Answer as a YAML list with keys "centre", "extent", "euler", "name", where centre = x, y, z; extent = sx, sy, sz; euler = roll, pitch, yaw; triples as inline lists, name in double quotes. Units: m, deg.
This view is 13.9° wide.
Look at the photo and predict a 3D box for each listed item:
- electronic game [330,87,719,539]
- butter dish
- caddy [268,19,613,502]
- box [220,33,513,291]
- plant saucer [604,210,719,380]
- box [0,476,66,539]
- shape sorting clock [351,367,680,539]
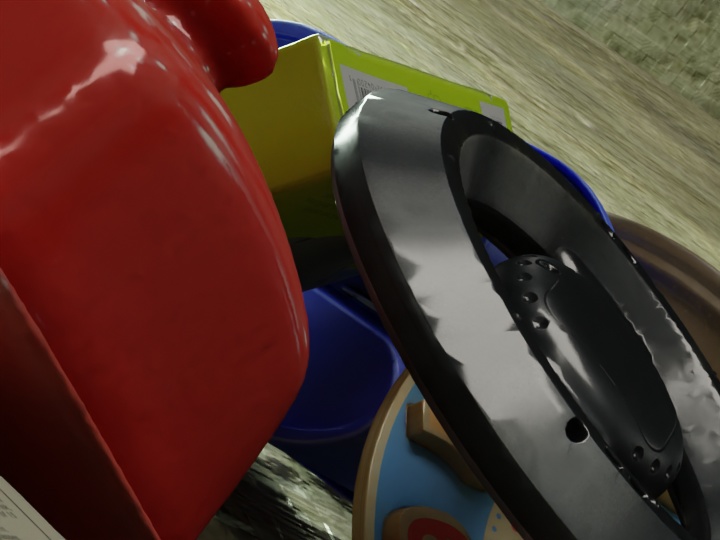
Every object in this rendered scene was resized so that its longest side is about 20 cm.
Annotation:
- centre: [0.059, 0.033, 0.833]
  extent: [0.200, 0.042, 0.200]
  euler: [47, 19, -21]
  name: "electronic game"
- centre: [-0.083, -0.025, 0.751]
  extent: [0.199, 0.148, 0.200]
  euler: [31, -23, 39]
  name: "butter dish"
- centre: [0.000, 0.000, 1.044]
  extent: [0.200, 0.142, 0.105]
  euler: [33, 1, 38]
  name: "caddy"
- centre: [-0.062, -0.017, 0.943]
  extent: [0.122, 0.200, 0.048]
  euler: [12, 64, -59]
  name: "box"
- centre: [0.096, 0.066, 1.095]
  extent: [0.200, 0.200, 0.029]
  euler: [40, 52, 13]
  name: "plant saucer"
- centre: [-0.116, 0.071, 0.593]
  extent: [0.200, 0.078, 0.095]
  euler: [40, 15, 31]
  name: "box"
- centre: [0.075, 0.108, 0.912]
  extent: [0.200, 0.039, 0.200]
  euler: [27, 51, -39]
  name: "shape sorting clock"
